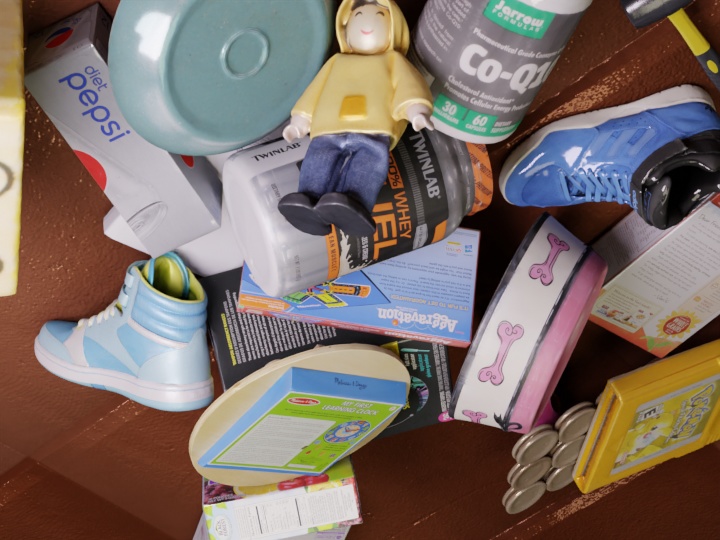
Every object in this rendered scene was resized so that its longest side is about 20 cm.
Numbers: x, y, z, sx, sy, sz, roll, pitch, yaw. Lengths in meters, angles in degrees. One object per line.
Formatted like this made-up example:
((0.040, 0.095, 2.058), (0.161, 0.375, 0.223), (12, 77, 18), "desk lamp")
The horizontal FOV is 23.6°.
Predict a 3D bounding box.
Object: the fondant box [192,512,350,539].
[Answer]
((-0.106, 0.302, 1.840), (0.143, 0.059, 0.201), (6, 133, -19), "fondant box")

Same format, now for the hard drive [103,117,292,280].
((-0.110, -0.078, 1.465), (0.131, 0.027, 0.200), (24, 125, -33), "hard drive")

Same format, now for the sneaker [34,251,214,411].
((-0.205, 0.038, 1.514), (0.079, 0.199, 0.132), (-16, 114, -54), "sneaker")

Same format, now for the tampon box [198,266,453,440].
((-0.028, 0.071, 1.548), (0.198, 0.127, 0.150), (-15, 144, -2), "tampon box")

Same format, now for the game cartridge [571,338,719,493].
((0.320, 0.140, 1.742), (0.199, 0.033, 0.177), (-17, 146, -20), "game cartridge")

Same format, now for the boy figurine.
((0.003, -0.124, 1.301), (0.124, 0.201, 0.064), (4, 158, 30), "boy figurine")

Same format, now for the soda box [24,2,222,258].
((-0.186, -0.108, 1.365), (0.068, 0.064, 0.201), (-22, 127, 14), "soda box")

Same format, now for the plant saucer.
((-0.094, -0.170, 1.306), (0.199, 0.036, 0.201), (-20, 130, -26), "plant saucer")

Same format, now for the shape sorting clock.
((-0.051, 0.123, 1.464), (0.198, 0.039, 0.200), (-16, 150, -9), "shape sorting clock")

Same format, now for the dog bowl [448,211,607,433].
((0.152, 0.054, 1.521), (0.073, 0.200, 0.201), (25, 135, 11), "dog bowl")

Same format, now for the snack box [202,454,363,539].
((-0.077, 0.190, 1.628), (0.141, 0.200, 0.053), (-10, 107, -2), "snack box")

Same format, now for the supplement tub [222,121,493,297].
((-0.001, -0.065, 1.390), (0.199, 0.123, 0.123), (-20, 139, -15), "supplement tub")

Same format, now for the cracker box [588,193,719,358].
((0.305, -0.015, 1.605), (0.133, 0.058, 0.200), (27, 125, -35), "cracker box")

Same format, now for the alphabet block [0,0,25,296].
((-0.347, -0.110, 1.252), (0.198, 0.197, 0.196), (1, 137, -14), "alphabet block")

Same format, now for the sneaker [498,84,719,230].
((0.221, -0.079, 1.478), (0.199, 0.112, 0.077), (-18, 137, 6), "sneaker")

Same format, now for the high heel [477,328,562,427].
((0.190, 0.095, 1.697), (0.095, 0.068, 0.200), (-27, 130, 6), "high heel")

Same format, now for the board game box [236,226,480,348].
((0.000, 0.000, 1.455), (0.198, 0.104, 0.019), (10, 159, -7), "board game box")

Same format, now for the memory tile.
((0.232, 0.167, 1.751), (0.199, 0.017, 0.154), (-26, 149, -18), "memory tile")

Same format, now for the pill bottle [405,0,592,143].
((0.112, -0.205, 1.320), (0.112, 0.114, 0.201), (9, 133, -22), "pill bottle")

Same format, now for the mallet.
((0.290, -0.194, 1.434), (0.066, 0.041, 0.200), (-33, 137, 25), "mallet")
